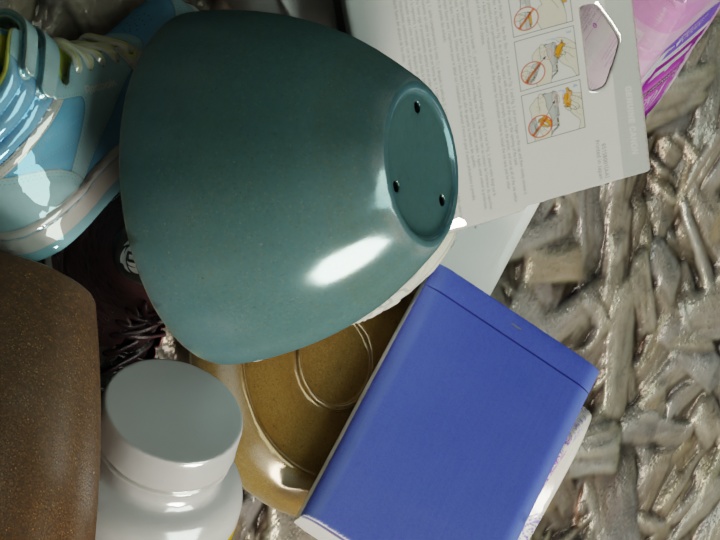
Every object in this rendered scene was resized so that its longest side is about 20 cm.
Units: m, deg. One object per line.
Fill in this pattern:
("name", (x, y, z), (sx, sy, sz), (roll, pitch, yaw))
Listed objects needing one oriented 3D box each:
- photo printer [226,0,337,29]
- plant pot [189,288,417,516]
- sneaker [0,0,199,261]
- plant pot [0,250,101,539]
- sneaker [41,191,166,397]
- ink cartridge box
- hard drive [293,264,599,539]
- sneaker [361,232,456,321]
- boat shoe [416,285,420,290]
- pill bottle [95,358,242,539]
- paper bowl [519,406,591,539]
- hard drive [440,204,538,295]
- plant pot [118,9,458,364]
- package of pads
("photo printer", (0.007, -0.162, 1.606), (0.166, 0.069, 0.201), (-45, 125, -27))
("plant pot", (-0.022, 0.058, 1.663), (0.199, 0.027, 0.201), (6, 80, -39))
("sneaker", (-0.163, -0.115, 1.435), (0.200, 0.079, 0.131), (-57, 133, -34))
("plant pot", (-0.214, 0.097, 1.398), (0.187, 0.186, 0.201), (42, 57, -51))
("sneaker", (-0.131, 0.034, 1.505), (0.076, 0.115, 0.201), (-26, 124, -43))
("ink cartridge box", (0.078, -0.126, 1.547), (0.173, 0.044, 0.201), (-17, 124, -10))
("hard drive", (0.058, 0.112, 1.663), (0.132, 0.025, 0.201), (33, 63, -8))
("sneaker", (0.000, 0.000, 1.621), (0.200, 0.081, 0.076), (-31, 102, -40))
("boat shoe", (0.017, 0.059, 1.751), (0.200, 0.057, 0.067), (-40, 133, -34))
("pill bottle", (-0.131, 0.150, 1.506), (0.111, 0.111, 0.201), (-28, 150, -42))
("paper bowl", (0.069, 0.159, 1.786), (0.201, 0.104, 0.201), (-58, 169, -17))
("hard drive", (0.048, -0.078, 1.726), (0.200, 0.026, 0.132), (41, 71, -39))
("plant pot", (-0.024, -0.053, 1.441), (0.200, 0.134, 0.201), (19, 69, -60))
("package of pads", (0.189, -0.169, 1.785), (0.120, 0.076, 0.200), (-36, 165, -38))
